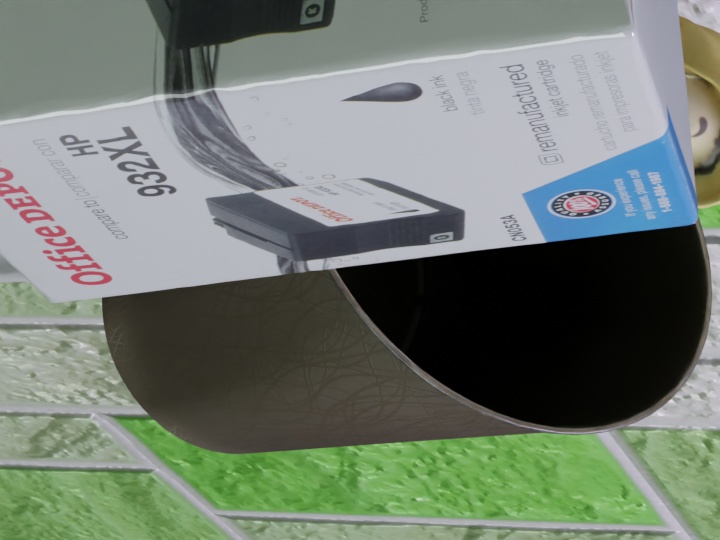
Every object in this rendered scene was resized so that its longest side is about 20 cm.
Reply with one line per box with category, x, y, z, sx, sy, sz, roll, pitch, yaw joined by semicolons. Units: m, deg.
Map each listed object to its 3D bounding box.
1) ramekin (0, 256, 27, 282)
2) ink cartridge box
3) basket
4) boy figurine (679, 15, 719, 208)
ramekin;-0.157;-0.077;1.010;0.202;0.095;0.202;8;157;3
ink cartridge box;-0.016;-0.060;0.816;0.199;0.084;0.145;-7;161;11
basket;0.000;0.000;1.086;0.180;0.136;0.200;33;154;-21
boy figurine;0.041;-0.073;0.942;0.200;0.065;0.124;25;120;-18
